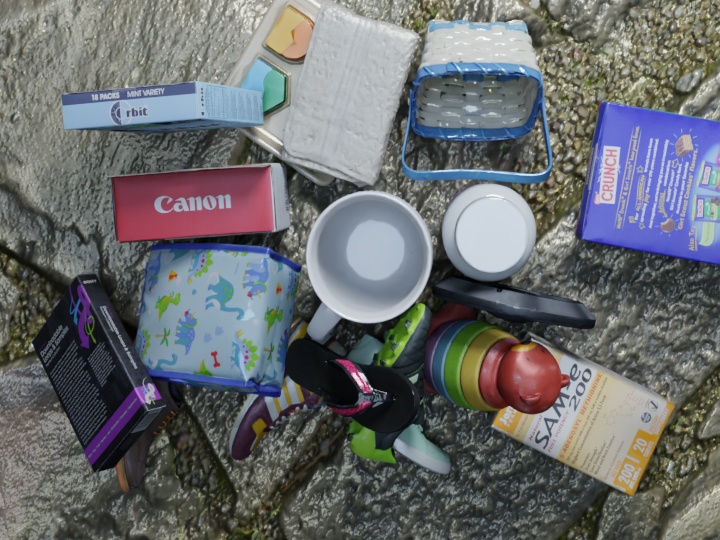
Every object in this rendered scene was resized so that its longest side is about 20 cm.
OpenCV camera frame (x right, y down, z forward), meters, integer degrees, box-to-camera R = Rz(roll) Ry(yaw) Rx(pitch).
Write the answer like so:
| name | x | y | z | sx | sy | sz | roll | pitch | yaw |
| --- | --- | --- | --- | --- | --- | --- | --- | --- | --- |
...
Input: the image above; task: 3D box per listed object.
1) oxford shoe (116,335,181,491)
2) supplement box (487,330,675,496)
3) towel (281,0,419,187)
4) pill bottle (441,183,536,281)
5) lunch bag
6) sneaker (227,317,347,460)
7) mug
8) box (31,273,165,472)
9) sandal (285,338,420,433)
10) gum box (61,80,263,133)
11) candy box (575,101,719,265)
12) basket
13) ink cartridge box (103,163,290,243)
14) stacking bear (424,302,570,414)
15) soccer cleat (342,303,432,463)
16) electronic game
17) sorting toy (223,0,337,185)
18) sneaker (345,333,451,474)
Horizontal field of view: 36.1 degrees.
| name | x | y | z | sx | sy | sz | roll | pitch | yaw |
| --- | --- | --- | --- | --- | --- | --- | --- | --- | --- |
| oxford shoe | -0.270 | 0.188 | 1.420 | 0.072 | 0.071 | 0.204 | 9 | 94 | -1 |
| supplement box | 0.272 | 0.177 | 1.382 | 0.197 | 0.074 | 0.128 | 25 | 95 | 2 |
| towel | -0.015 | -0.213 | 1.358 | 0.130 | 0.034 | 0.203 | 18 | 99 | 1 |
| pill bottle | 0.151 | -0.046 | 1.309 | 0.110 | 0.200 | 0.115 | 0 | 95 | 3 |
| lunch bag | -0.186 | 0.058 | 1.359 | 0.197 | 0.127 | 0.173 | 4 | 78 | 21 |
| sneaker | -0.094 | 0.166 | 1.404 | 0.089 | 0.075 | 0.202 | 30 | 97 | 6 |
| mug | 0.000 | 0.000 | 1.335 | 0.147 | 0.175 | 0.201 | 35 | 96 | 1 |
| box | -0.329 | 0.126 | 1.373 | 0.143 | 0.036 | 0.202 | -46 | 68 | 34 |
| sandal | -0.019 | 0.134 | 1.279 | 0.198 | 0.045 | 0.076 | 20 | 99 | 34 |
| gum box | -0.227 | -0.190 | 1.306 | 0.167 | 0.200 | 0.045 | -2 | 94 | 16 |
| candy box | 0.376 | -0.106 | 1.353 | 0.196 | 0.077 | 0.172 | 11 | 96 | 2 |
| basket | 0.140 | -0.193 | 1.313 | 0.173 | 0.140 | 0.203 | 4 | 58 | 4 |
| ink cartridge box | -0.195 | -0.082 | 1.340 | 0.196 | 0.176 | 0.086 | -4 | 94 | 4 |
| stacking bear | 0.154 | 0.114 | 1.311 | 0.120 | 0.199 | 0.116 | -14 | 107 | -36 |
| soccer cleat | 0.049 | 0.135 | 1.313 | 0.080 | 0.068 | 0.203 | 20 | 104 | -15 |
| electronic game | 0.181 | 0.041 | 1.314 | 0.196 | 0.200 | 0.042 | 12 | 93 | 3 |
| sorting toy | -0.066 | -0.238 | 1.390 | 0.184 | 0.036 | 0.202 | 33 | 95 | 1 |
| sneaker | 0.058 | 0.165 | 1.392 | 0.199 | 0.074 | 0.119 | 38 | 79 | -15 |
